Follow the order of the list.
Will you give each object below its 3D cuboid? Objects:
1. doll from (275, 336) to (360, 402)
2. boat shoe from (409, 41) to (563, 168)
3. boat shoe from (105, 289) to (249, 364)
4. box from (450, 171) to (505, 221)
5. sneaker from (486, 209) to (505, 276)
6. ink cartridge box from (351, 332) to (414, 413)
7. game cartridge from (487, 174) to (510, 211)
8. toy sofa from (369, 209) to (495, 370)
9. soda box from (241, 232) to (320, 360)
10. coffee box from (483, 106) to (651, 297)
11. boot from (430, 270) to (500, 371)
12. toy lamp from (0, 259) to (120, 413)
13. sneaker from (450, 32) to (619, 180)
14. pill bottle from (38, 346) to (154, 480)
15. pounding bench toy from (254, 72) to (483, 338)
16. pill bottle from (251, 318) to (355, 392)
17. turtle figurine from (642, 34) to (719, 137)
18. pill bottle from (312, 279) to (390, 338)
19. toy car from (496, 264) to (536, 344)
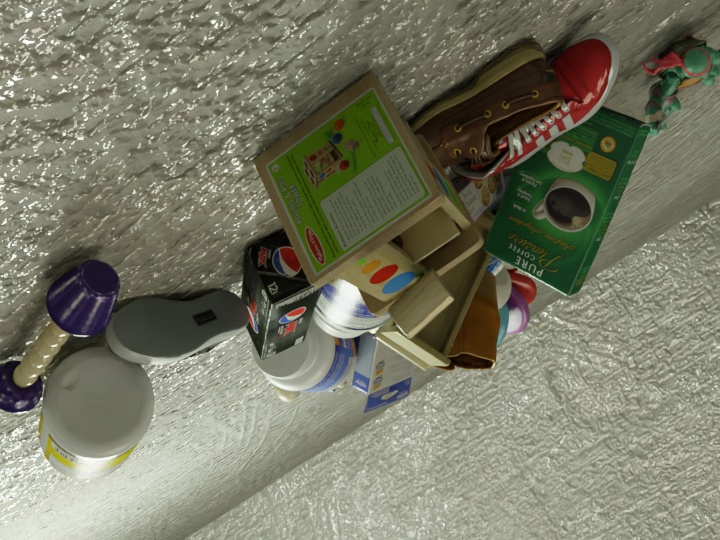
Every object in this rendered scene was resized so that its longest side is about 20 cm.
[{"bbox_3d":[-0.050,0.129,1.286,0.199,0.136,0.049,-42,130,-8],"label":"doll"},{"bbox_3d":[0.104,-0.133,0.803,0.198,0.068,0.072,-35,165,16],"label":"boat shoe"},{"bbox_3d":[-0.197,0.066,0.874,0.066,0.071,0.199,-39,171,27],"label":"boat shoe"},{"bbox_3d":[0.119,-0.083,0.922,0.038,0.042,0.200,-14,-168,26],"label":"box"},{"bbox_3d":[0.168,-0.039,1.129,0.198,0.080,0.088,-36,146,25],"label":"sneaker"},{"bbox_3d":[0.045,0.104,1.250,0.118,0.041,0.205,-13,116,-51],"label":"ink cartridge box"},{"bbox_3d":[0.146,-0.062,1.193,0.131,0.041,0.200,-15,158,-38],"label":"game cartridge"},{"bbox_3d":[0.095,0.013,1.023,0.203,0.082,0.097,-64,-162,-17],"label":"toy sofa"},{"bbox_3d":[-0.094,0.032,0.940,0.062,0.072,0.201,-22,163,-19],"label":"soda box"},{"bbox_3d":[0.226,-0.088,0.932,0.044,0.122,0.204,-12,125,-55],"label":"coffee box"},{"bbox_3d":[0.085,0.053,1.077,0.196,0.146,0.072,10,143,3],"label":"boot"},{"bbox_3d":[-0.264,0.058,0.720,0.058,0.059,0.200,-14,159,-47],"label":"toy lamp"},{"bbox_3d":[0.167,-0.158,0.845,0.111,0.072,0.200,-23,166,-40],"label":"sneaker"},{"bbox_3d":[-0.285,0.159,0.885,0.108,0.111,0.200,-22,169,-29],"label":"pill bottle"},{"bbox_3d":[0.030,-0.024,0.704,0.123,0.203,0.156,-33,156,13],"label":"pounding bench toy"},{"bbox_3d":[-0.079,0.109,1.148,0.111,0.114,0.200,-31,166,6],"label":"pill bottle"},{"bbox_3d":[0.408,-0.235,1.019,0.147,0.103,0.200,-19,-175,17],"label":"turtle figurine"},{"bbox_3d":[0.000,0.000,0.930,0.118,0.121,0.201,-24,165,-22],"label":"pill bottle"},{"bbox_3d":[0.208,0.036,1.326,0.175,0.149,0.202,-44,-168,50],"label":"toy car"}]
